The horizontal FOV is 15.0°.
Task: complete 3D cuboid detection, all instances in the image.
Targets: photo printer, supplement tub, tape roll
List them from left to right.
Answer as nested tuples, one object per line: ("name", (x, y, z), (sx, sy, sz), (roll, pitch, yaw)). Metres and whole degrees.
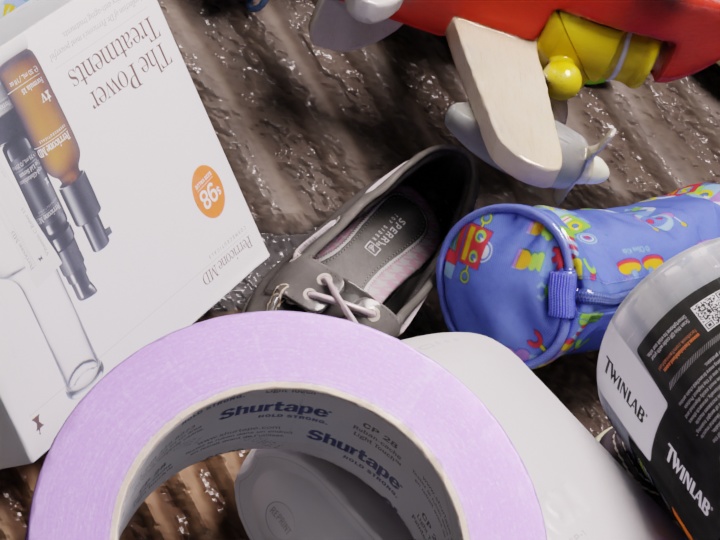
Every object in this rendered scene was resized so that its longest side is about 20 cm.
("tape roll", (-0.031, 0.119, 1.054), (0.200, 0.066, 0.200), (4, 64, -9))
("photo printer", (0.051, 0.118, 1.172), (0.200, 0.069, 0.166), (47, 39, 13))
("supplement tub", (0.194, 0.085, 1.176), (0.122, 0.123, 0.200), (8, 32, -31))

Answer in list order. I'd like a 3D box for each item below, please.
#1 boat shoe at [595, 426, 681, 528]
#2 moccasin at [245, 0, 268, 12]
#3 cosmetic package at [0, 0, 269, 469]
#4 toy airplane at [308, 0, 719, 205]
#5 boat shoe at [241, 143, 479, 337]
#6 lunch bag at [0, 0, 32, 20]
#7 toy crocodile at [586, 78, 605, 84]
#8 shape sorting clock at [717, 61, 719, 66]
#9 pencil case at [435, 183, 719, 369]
("boat shoe", (0.198, 0.085, 1.322), (0.200, 0.065, 0.072), (4, 49, -33))
("moccasin", (-0.071, -0.168, 1.397), (0.200, 0.080, 0.068), (-7, 58, -23))
("cosmetic package", (-0.131, -0.026, 1.152), (0.200, 0.052, 0.151), (-44, 117, -51))
("toy airplane", (0.072, -0.118, 1.358), (0.199, 0.141, 0.200), (28, 45, 29))
("boat shoe", (0.000, 0.000, 1.272), (0.067, 0.057, 0.200), (38, 38, 0))
("lunch bag", (-0.227, -0.119, 1.186), (0.200, 0.127, 0.170), (48, 39, -4))
("toy crocodile", (0.095, -0.151, 1.499), (0.200, 0.062, 0.068), (6, 46, -32))
("shape sorting clock", (0.256, -0.153, 1.637), (0.200, 0.039, 0.200), (19, 41, -17))
("pencil case", (0.124, 0.001, 1.320), (0.200, 0.087, 0.078), (-7, 98, -52))
